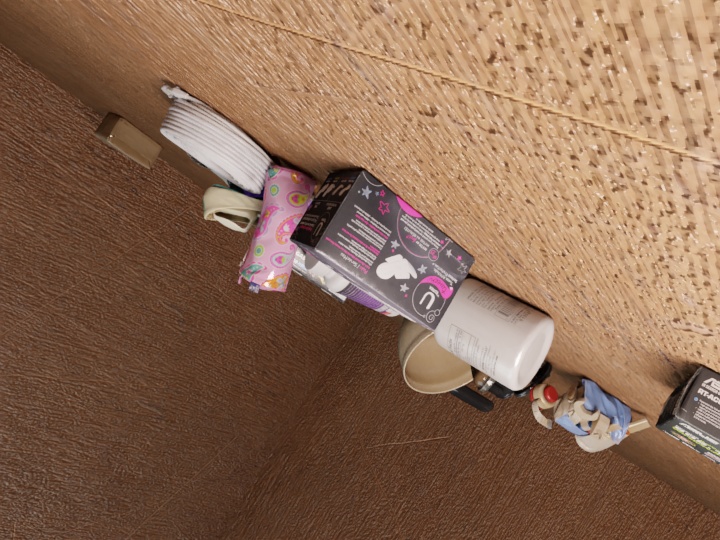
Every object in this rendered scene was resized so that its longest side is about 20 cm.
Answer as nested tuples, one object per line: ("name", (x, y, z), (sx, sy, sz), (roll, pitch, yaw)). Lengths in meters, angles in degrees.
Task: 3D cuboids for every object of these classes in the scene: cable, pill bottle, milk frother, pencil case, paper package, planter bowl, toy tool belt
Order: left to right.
("paper package", (-0.866, -0.484, 2.036), (0.199, 0.104, 0.190), (27, 172, 46))
("cable", (-0.235, -0.205, 0.915), (0.199, 0.070, 0.200), (32, 175, 17))
("pencil case", (-0.136, -0.065, 0.885), (0.086, 0.203, 0.087), (17, -177, -1))
("pill bottle", (0.000, 0.000, 1.014), (0.198, 0.113, 0.111), (25, 179, -27))
("planter bowl", (0.158, 0.129, 1.099), (0.200, 0.200, 0.136), (37, -160, -40))
("pill bottle", (0.171, 0.078, 0.808), (0.199, 0.115, 0.114), (30, 174, 35))
("milk frother", (0.293, 0.194, 1.209), (0.187, 0.182, 0.200), (33, 132, -11))
("toy tool belt", (0.434, 0.259, 1.031), (0.198, 0.126, 0.123), (31, 144, -14))

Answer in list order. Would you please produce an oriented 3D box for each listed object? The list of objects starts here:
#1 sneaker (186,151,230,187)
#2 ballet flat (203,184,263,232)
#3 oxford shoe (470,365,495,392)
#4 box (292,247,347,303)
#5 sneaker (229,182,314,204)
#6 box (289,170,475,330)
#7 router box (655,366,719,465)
("sneaker", (-0.271, -0.217, 1.125), (0.200, 0.074, 0.080), (42, -175, -33))
("ballet flat", (-0.177, -0.091, 0.949), (0.197, 0.071, 0.069), (13, 177, -7))
("oxford shoe", (0.188, 0.122, 0.898), (0.084, 0.073, 0.201), (29, -153, -7))
("box", (-0.100, -0.019, 1.140), (0.158, 0.046, 0.200), (35, -174, -17))
("sneaker", (-0.169, -0.131, 1.016), (0.198, 0.100, 0.070), (26, 173, 29))
("box", (0.025, -0.027, 0.726), (0.199, 0.116, 0.132), (35, 174, -23))
("router box", (0.425, 0.188, 0.565), (0.199, 0.063, 0.150), (31, 173, 28))
